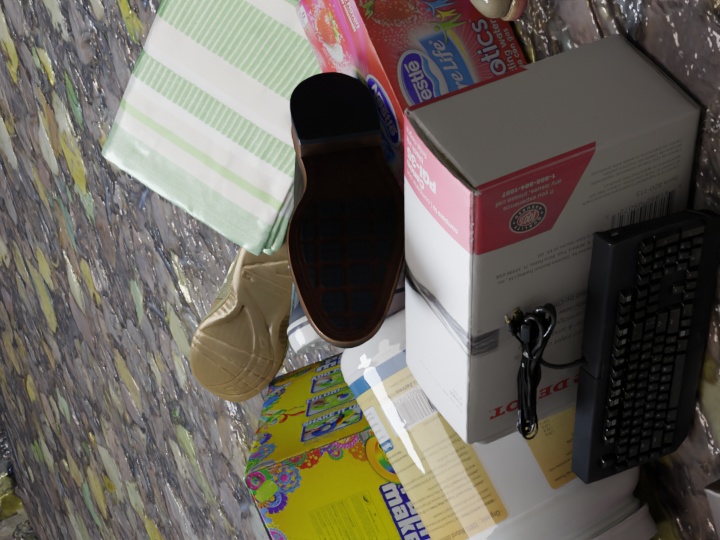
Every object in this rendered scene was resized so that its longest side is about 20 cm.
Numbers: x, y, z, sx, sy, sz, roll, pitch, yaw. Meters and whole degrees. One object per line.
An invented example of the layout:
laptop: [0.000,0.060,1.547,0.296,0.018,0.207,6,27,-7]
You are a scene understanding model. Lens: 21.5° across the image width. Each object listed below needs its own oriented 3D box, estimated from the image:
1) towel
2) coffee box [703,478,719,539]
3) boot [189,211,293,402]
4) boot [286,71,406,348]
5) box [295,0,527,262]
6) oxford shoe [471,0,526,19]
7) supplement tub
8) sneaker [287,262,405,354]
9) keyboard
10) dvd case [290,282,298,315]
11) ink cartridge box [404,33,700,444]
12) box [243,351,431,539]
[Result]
towel: [-0.087,-0.124,1.326,0.152,0.023,0.200,33,122,11]
coffee box: [0.262,0.195,0.974,0.114,0.080,0.201,6,116,69]
boot: [-0.060,-0.003,1.483,0.073,0.156,0.200,26,132,4]
boot: [-0.008,-0.016,1.149,0.097,0.074,0.200,88,179,-52]
box: [0.047,-0.109,1.203,0.201,0.095,0.100,67,159,5]
oxford shoe: [0.032,-0.226,1.131,0.200,0.075,0.071,61,159,20]
supplement tub: [0.091,0.108,1.228,0.200,0.144,0.145,62,160,6]
sneaker: [0.000,0.000,1.254,0.078,0.200,0.080,-24,88,26]
keyboard: [0.141,0.052,1.077,0.021,0.127,0.200,-116,17,-44]
dvd case: [-0.007,-0.061,1.348,0.022,0.146,0.200,22,141,10]
ink cartridge box: [0.103,-0.014,1.078,0.083,0.146,0.200,52,154,40]
box: [0.014,0.180,1.410,0.193,0.122,0.201,-82,-30,-72]
